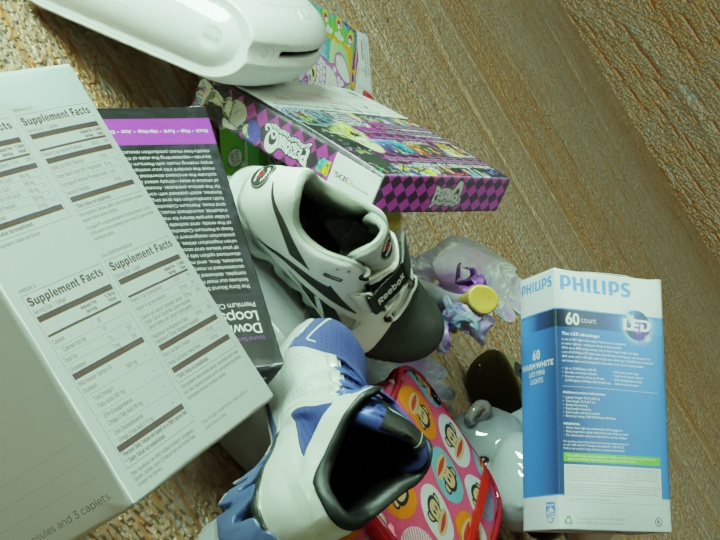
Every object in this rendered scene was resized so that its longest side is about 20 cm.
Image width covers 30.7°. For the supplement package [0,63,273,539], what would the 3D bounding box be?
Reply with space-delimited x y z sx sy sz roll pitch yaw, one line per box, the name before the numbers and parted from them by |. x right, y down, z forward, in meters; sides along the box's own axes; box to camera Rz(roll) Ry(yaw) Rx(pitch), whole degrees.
supplement package | -0.177 0.031 0.625 0.200 0.152 0.151 58 23 -1

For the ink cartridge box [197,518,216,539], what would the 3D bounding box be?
ink cartridge box | -0.031 0.247 0.788 0.200 0.050 0.109 53 24 -15

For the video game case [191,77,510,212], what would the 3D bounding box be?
video game case | -0.003 -0.099 1.023 0.181 0.036 0.200 32 19 27

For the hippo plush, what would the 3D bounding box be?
hippo plush | 0.149 0.139 1.112 0.160 0.160 0.200 6 29 -46

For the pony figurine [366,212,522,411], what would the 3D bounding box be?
pony figurine | 0.044 0.021 1.074 0.193 0.167 0.200 39 -8 -7

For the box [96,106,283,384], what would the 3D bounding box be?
box | -0.142 -0.014 0.819 0.142 0.036 0.201 -4 59 -28

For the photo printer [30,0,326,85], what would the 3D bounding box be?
photo printer | -0.128 -0.198 0.993 0.199 0.070 0.166 24 17 12

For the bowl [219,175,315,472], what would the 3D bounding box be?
bowl | -0.076 0.025 0.944 0.200 0.075 0.200 52 23 -12

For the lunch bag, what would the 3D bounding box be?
lunch bag | 0.037 0.185 0.955 0.176 0.082 0.200 57 24 -15

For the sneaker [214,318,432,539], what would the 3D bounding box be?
sneaker | -0.006 0.099 0.792 0.081 0.115 0.200 48 31 -21

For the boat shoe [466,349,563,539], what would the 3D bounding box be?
boat shoe | 0.163 0.168 1.259 0.063 0.073 0.201 26 32 -45

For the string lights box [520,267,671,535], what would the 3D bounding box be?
string lights box | 0.184 0.105 1.033 0.102 0.059 0.201 7 75 -21

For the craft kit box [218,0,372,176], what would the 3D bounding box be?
craft kit box | -0.053 -0.140 1.154 0.197 0.048 0.201 14 69 -55

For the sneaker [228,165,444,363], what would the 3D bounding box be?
sneaker | 0.000 0.000 0.898 0.200 0.088 0.074 39 64 -29
